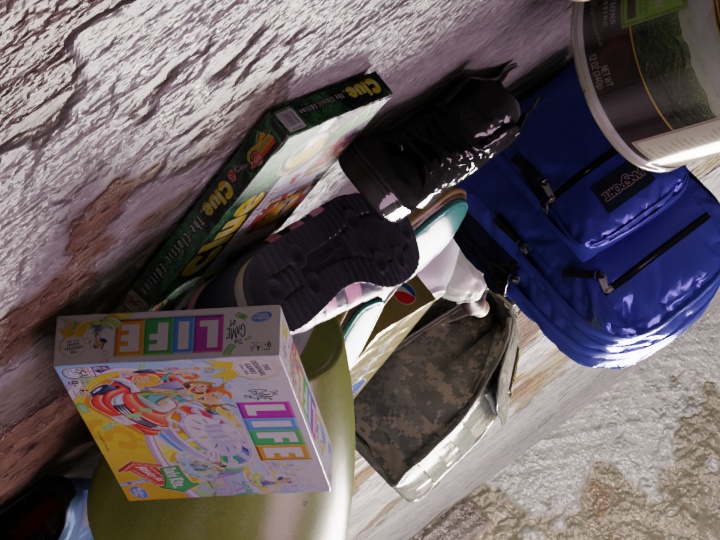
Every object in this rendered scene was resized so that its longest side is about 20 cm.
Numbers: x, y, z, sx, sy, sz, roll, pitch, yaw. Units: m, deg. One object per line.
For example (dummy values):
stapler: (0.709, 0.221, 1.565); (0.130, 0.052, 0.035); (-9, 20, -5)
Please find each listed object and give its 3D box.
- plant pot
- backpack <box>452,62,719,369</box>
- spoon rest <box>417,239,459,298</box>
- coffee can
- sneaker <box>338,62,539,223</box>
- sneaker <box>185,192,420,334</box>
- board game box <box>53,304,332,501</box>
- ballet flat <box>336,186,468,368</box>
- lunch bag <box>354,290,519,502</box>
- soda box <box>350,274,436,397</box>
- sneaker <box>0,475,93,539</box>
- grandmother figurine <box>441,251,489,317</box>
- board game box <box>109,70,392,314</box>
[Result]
plant pot: (-0.079, 0.107, 1.681); (0.187, 0.187, 0.200); (-30, 152, -37)
backpack: (0.166, -0.034, 1.780); (0.162, 0.200, 0.168); (-36, 169, -11)
spoon rest: (0.070, -0.019, 1.943); (0.200, 0.061, 0.099); (-28, 171, 17)
coffee can: (0.254, -0.154, 1.550); (0.200, 0.147, 0.146); (-16, -174, 40)
sneaker: (0.055, -0.087, 1.591); (0.104, 0.060, 0.200); (-40, 174, 13)
sneaker: (-0.039, 0.003, 1.549); (0.082, 0.070, 0.200); (-26, 177, 35)
board game box: (-0.098, 0.084, 1.507); (0.134, 0.034, 0.200); (-4, 151, 8)
ballet flat: (0.000, 0.000, 1.748); (0.069, 0.063, 0.200); (-8, 142, -53)
lunch bag: (0.078, 0.109, 2.290); (0.200, 0.118, 0.164); (-44, 168, -3)
soda box: (-0.022, 0.059, 1.898); (0.068, 0.064, 0.200); (-30, 165, -37)
sneaker: (-0.265, 0.212, 1.750); (0.200, 0.078, 0.090); (-46, 156, -4)
grandmother figurine: (0.116, -0.012, 2.095); (0.200, 0.060, 0.122); (-16, 128, -56)
board game box: (-0.067, -0.038, 1.479); (0.105, 0.023, 0.200); (-24, 161, -48)
